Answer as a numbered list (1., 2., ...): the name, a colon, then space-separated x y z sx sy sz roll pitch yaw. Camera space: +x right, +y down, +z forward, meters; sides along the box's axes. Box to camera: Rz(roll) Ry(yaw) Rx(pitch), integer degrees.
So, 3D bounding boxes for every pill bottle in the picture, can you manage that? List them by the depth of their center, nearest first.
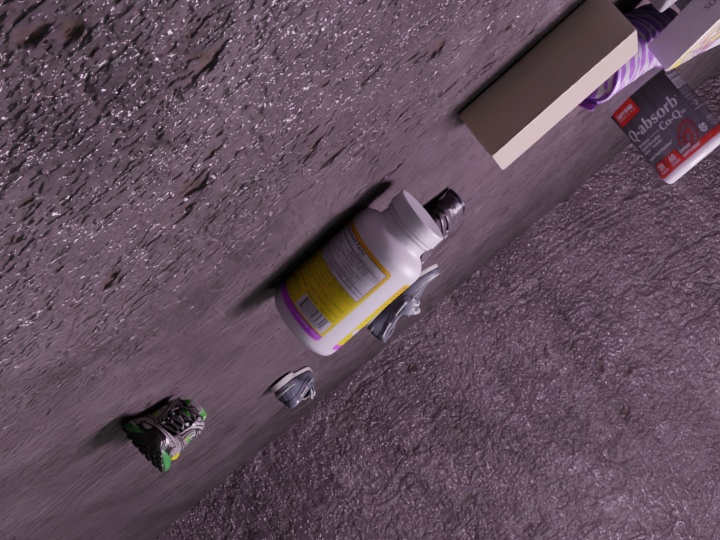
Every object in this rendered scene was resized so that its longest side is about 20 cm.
1. pill bottle: 0.000 0.000 1.130 0.199 0.105 0.104 -41 171 14
2. pill bottle: 0.443 -0.241 1.450 0.115 0.201 0.116 -38 172 -7

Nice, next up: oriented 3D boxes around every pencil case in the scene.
1. pencil case: 0.328 -0.270 1.200 0.199 0.083 0.087 -30 137 -40

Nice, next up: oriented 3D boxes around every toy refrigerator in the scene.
1. toy refrigerator: 0.207 -0.210 1.071 0.200 0.070 0.076 -42 164 10

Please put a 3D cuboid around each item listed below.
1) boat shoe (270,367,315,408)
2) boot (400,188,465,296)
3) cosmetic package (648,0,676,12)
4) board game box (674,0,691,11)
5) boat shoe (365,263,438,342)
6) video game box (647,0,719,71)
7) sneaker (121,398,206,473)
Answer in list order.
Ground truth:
1. boat shoe: -0.126 0.242 1.954 0.073 0.062 0.200 -40 171 6
2. boot: 0.092 -0.037 1.468 0.131 0.070 0.200 -41 177 -23
3. cosmetic package: 0.321 -0.336 0.897 0.101 0.074 0.200 -38 169 -8
4. board game box: 0.465 -0.410 1.159 0.147 0.065 0.200 -30 166 -47
5. boat shoe: 0.092 0.066 1.931 0.200 0.062 0.073 -43 171 21
6. video game box: 0.453 -0.334 1.137 0.181 0.047 0.200 -32 169 -43
7. sneaker: -0.247 0.198 1.242 0.085 0.078 0.200 -45 180 -3
